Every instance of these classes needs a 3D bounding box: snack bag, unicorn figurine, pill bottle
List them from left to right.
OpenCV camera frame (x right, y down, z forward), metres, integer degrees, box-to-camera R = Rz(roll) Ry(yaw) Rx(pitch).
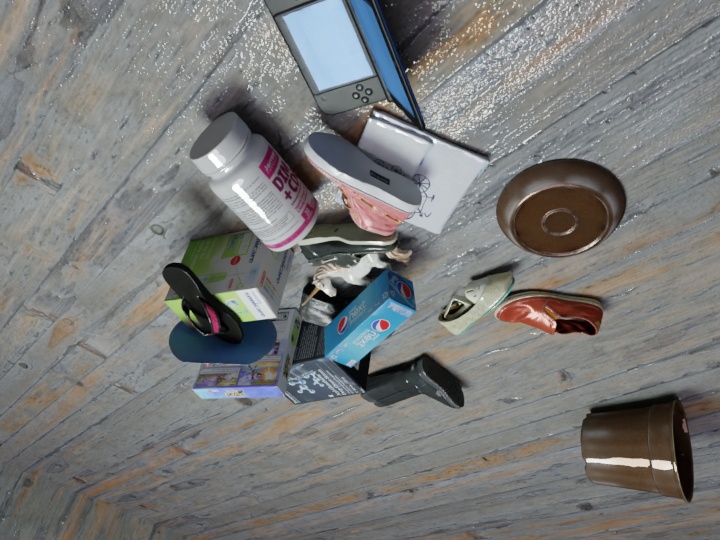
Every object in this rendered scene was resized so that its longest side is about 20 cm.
[{"bbox_3d":[-0.161,-0.135,0.941,0.111,0.115,0.200,-17,133,30],"label":"pill bottle"},{"bbox_3d":[0.000,0.000,1.105,0.135,0.075,0.202,26,122,-16],"label":"unicorn figurine"},{"bbox_3d":[0.075,-0.139,0.951,0.195,0.022,0.190,20,139,-10],"label":"snack bag"}]

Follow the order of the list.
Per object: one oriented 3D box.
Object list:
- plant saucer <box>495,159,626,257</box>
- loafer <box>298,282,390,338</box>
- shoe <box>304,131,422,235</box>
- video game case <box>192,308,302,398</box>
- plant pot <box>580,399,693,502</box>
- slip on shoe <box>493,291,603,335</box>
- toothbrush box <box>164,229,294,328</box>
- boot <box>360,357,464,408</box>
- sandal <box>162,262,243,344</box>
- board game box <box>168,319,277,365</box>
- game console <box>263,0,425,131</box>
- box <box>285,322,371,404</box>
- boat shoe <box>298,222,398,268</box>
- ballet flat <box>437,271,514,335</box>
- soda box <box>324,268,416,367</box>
[{"bbox_3d":[0.310,-0.084,0.951,0.194,0.033,0.203,7,139,6],"label":"plant saucer"},{"bbox_3d":[-0.027,0.092,1.200,0.195,0.073,0.074,23,122,1],"label":"loafer"},{"bbox_3d":[-0.010,-0.123,0.920,0.196,0.073,0.091,26,137,-18],"label":"shoe"},{"bbox_3d":[-0.231,0.172,1.267,0.194,0.185,0.046,-5,140,20],"label":"video game case"},{"bbox_3d":[0.596,0.389,1.323,0.194,0.204,0.201,-12,136,36],"label":"plant pot"},{"bbox_3d":[0.343,0.084,1.117,0.194,0.062,0.075,4,142,11],"label":"slip on shoe"},{"bbox_3d":[-0.235,0.013,1.108,0.195,0.148,0.087,-7,138,22],"label":"toothbrush box"},{"bbox_3d":[0.117,0.282,1.402,0.198,0.066,0.165,-30,117,35],"label":"boot"},{"bbox_3d":[-0.270,0.069,1.032,0.073,0.046,0.202,-10,134,24],"label":"sandal"},{"bbox_3d":[-0.252,0.138,1.127,0.194,0.159,0.040,2,119,-3],"label":"board game box"},{"bbox_3d":[-0.021,-0.263,0.752,0.166,0.120,0.202,-9,136,23],"label":"game console"},{"bbox_3d":[-0.099,0.197,1.323,0.196,0.109,0.149,-16,134,30],"label":"box"},{"bbox_3d":[-0.018,-0.040,1.031,0.196,0.072,0.069,-1,118,34],"label":"boat shoe"},{"bbox_3d":[0.204,0.058,1.120,0.061,0.068,0.201,29,138,-6],"label":"ballet flat"},{"bbox_3d":[0.014,0.089,1.093,0.063,0.069,0.200,25,130,-28],"label":"soda box"}]
